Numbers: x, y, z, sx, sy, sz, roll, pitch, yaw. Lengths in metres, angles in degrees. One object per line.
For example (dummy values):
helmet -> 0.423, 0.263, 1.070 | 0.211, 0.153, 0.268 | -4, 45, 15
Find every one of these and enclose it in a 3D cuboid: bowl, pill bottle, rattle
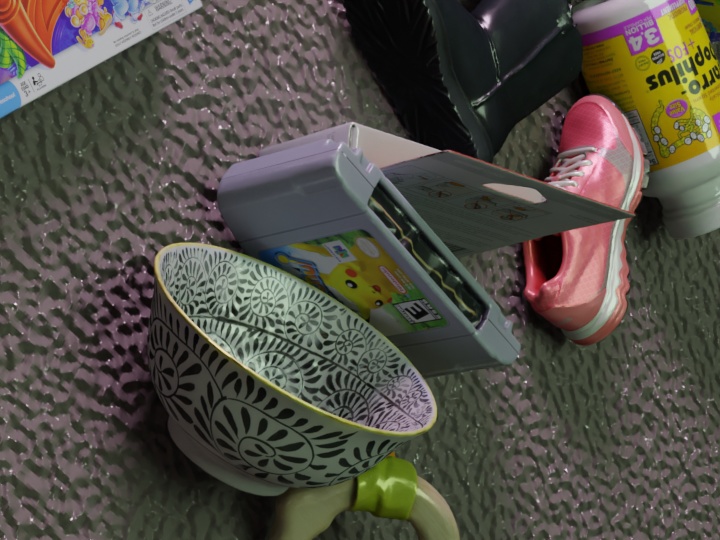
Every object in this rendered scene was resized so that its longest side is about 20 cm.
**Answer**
bowl -> -0.060, 0.077, 1.449 | 0.200, 0.201, 0.095 | 13, 114, -45
pill bottle -> 0.243, -0.130, 1.856 | 0.104, 0.104, 0.201 | -36, 106, -46
rattle -> 0.000, 0.200, 1.555 | 0.130, 0.143, 0.201 | -26, 118, -16

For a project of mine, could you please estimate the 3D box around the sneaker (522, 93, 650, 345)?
sneaker -> 0.164, -0.049, 1.770 | 0.087, 0.074, 0.201 | 24, 63, -40

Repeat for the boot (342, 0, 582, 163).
boot -> 0.079, -0.186, 1.710 | 0.168, 0.076, 0.201 | -48, 122, -39

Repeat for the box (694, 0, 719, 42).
box -> 0.300, -0.302, 1.894 | 0.192, 0.199, 0.123 | 40, 52, -34

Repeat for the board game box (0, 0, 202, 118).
board game box -> -0.198, -0.184, 1.432 | 0.200, 0.045, 0.135 | -37, 107, -46

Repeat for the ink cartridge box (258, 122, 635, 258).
ink cartridge box -> 0.059, -0.059, 1.583 | 0.199, 0.173, 0.044 | 15, 68, -44

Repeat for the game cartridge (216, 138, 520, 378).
game cartridge -> 0.000, 0.000, 1.531 | 0.200, 0.133, 0.041 | 48, 56, -27
